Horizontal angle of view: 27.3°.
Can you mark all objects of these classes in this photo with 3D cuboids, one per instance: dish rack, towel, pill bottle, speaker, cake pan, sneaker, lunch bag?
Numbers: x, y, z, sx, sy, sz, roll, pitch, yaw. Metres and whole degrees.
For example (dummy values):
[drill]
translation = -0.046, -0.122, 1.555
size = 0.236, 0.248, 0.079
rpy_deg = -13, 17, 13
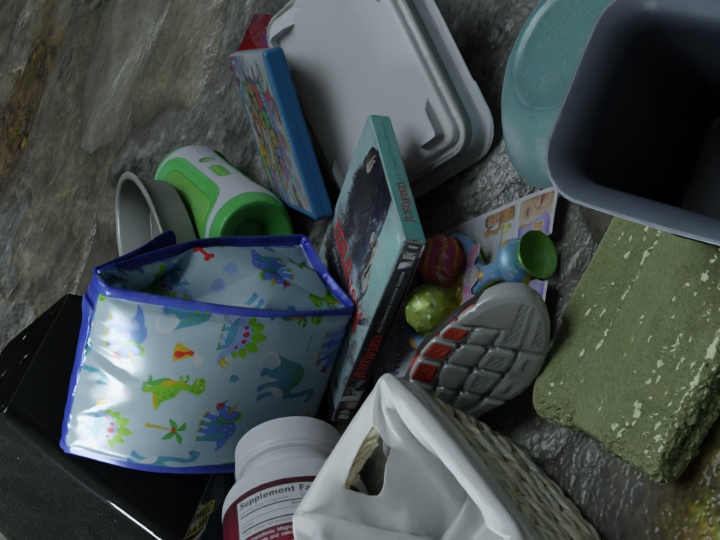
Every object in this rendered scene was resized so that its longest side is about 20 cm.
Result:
[dish rack]
translation = 0.004, -0.152, 1.202
size = 0.171, 0.043, 0.201
rpy_deg = -30, 83, 44
[towel]
translation = 0.192, 0.022, 0.923
size = 0.148, 0.036, 0.200
rpy_deg = 28, 93, 57
[pill bottle]
translation = -0.042, 0.211, 1.073
size = 0.113, 0.113, 0.200
rpy_deg = -44, 37, 31
[speaker]
translation = -0.133, -0.059, 1.405
size = 0.089, 0.088, 0.200
rpy_deg = -62, 30, 6
[cake pan]
translation = -0.187, 0.002, 1.408
size = 0.200, 0.037, 0.201
rpy_deg = 167, 90, -69
[sneaker]
translation = 0.066, 0.059, 1.019
size = 0.200, 0.077, 0.082
rpy_deg = 123, 162, -45
[lunch bag]
translation = -0.130, 0.066, 1.166
size = 0.128, 0.199, 0.170
rpy_deg = 51, 135, 43

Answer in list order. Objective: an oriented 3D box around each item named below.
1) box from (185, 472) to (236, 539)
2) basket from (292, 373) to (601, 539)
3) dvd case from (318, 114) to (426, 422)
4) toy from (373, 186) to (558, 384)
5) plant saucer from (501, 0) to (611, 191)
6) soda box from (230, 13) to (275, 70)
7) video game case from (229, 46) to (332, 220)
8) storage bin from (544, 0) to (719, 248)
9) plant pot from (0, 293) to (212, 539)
[box]
translation = -0.152, 0.277, 1.254
size = 0.200, 0.046, 0.159
rpy_deg = -38, 41, 37
[basket]
translation = 0.064, 0.179, 0.926
size = 0.136, 0.123, 0.200
rpy_deg = -58, 34, 12
[dvd case]
translation = 0.000, 0.000, 1.167
size = 0.146, 0.022, 0.200
rpy_deg = -104, 24, -43
[toy]
translation = 0.063, 0.008, 1.110
size = 0.200, 0.047, 0.116
rpy_deg = -20, 53, 49
[plant saucer]
translation = 0.161, -0.158, 1.082
size = 0.201, 0.039, 0.202
rpy_deg = -33, 44, 40
[soda box]
translation = -0.041, -0.192, 1.373
size = 0.200, 0.070, 0.064
rpy_deg = 22, 88, 59
[video game case]
translation = -0.072, -0.122, 1.290
size = 0.200, 0.018, 0.144
rpy_deg = -151, 43, -75
[storage bin]
translation = 0.226, -0.066, 0.795
size = 0.200, 0.134, 0.146
rpy_deg = 19, 85, 35
[plant pot]
translation = -0.240, 0.139, 1.298
size = 0.200, 0.177, 0.200
rpy_deg = -34, 26, 46
